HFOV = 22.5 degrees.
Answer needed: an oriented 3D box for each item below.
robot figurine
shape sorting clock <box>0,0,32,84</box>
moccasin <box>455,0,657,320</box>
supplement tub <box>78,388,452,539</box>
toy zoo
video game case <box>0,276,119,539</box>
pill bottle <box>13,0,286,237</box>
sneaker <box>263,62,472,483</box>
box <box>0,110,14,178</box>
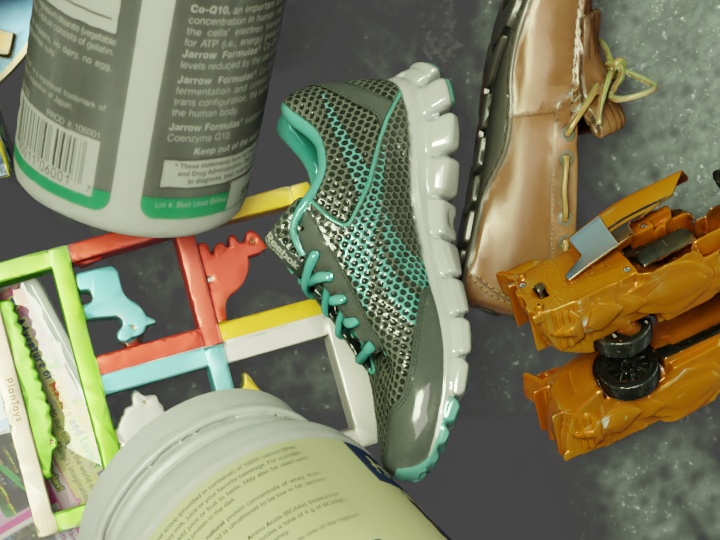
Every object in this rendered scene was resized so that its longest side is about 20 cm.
[{"bbox_3d":[0.166,0.002,0.841,0.199,0.058,0.146,-25,132,-10],"label":"robot figurine"},{"bbox_3d":[-0.241,-0.167,0.878,0.198,0.039,0.202,0,88,0],"label":"shape sorting clock"},{"bbox_3d":[0.096,-0.076,0.859,0.077,0.074,0.204,10,88,-2],"label":"moccasin"},{"bbox_3d":[-0.021,0.155,0.762,0.145,0.145,0.200,-46,48,-2],"label":"supplement tub"},{"bbox_3d":[-0.074,0.038,0.868,0.198,0.020,0.133,-15,86,-11],"label":"toy zoo"},{"bbox_3d":[-0.191,0.128,0.876,0.181,0.024,0.201,-29,88,-2],"label":"video game case"},{"bbox_3d":[-0.087,-0.126,0.804,0.112,0.113,0.202,14,116,0],"label":"pill bottle"},{"bbox_3d":[0.000,0.000,0.840,0.090,0.078,0.202,0,68,-11],"label":"sneaker"},{"bbox_3d":[-0.217,-0.132,0.829,0.064,0.070,0.202,-16,98,-6],"label":"box"}]
